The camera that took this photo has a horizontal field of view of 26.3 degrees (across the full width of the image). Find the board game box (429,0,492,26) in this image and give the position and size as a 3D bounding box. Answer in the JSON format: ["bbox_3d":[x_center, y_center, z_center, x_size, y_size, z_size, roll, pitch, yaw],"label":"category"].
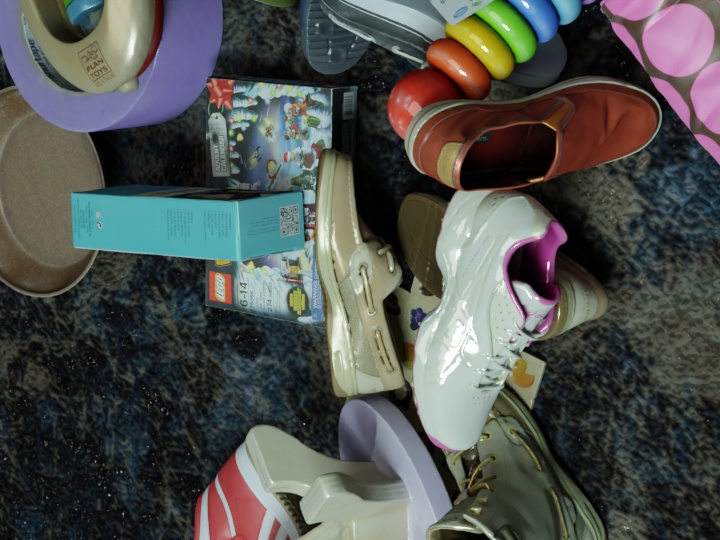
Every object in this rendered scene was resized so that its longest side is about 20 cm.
[{"bbox_3d":[0.086,-0.284,1.082,0.134,0.034,0.201,-30,53,18],"label":"board game box"}]

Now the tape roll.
[{"bbox_3d":[-0.222,-0.224,1.357,0.199,0.085,0.202,8,103,35],"label":"tape roll"}]

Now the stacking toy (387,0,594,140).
[{"bbox_3d":[0.092,-0.171,1.085,0.085,0.085,0.200,42,86,22],"label":"stacking toy"}]

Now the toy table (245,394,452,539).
[{"bbox_3d":[-0.007,0.200,1.220,0.201,0.116,0.185,59,145,34],"label":"toy table"}]

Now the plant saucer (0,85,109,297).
[{"bbox_3d":[-0.304,-0.076,1.472,0.199,0.037,0.202,7,101,35],"label":"plant saucer"}]

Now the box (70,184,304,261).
[{"bbox_3d":[-0.147,-0.042,1.289,0.199,0.082,0.050,4,100,38],"label":"box"}]

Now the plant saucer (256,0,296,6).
[{"bbox_3d":[-0.127,-0.277,1.211,0.200,0.200,0.031,44,111,21],"label":"plant saucer"}]

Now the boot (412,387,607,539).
[{"bbox_3d":[0.086,0.163,1.155,0.200,0.154,0.072,51,121,12],"label":"boot"}]

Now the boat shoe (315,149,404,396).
[{"bbox_3d":[0.000,0.000,1.220,0.064,0.071,0.202,-5,110,2],"label":"boat shoe"}]

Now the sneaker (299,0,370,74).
[{"bbox_3d":[-0.020,-0.261,1.230,0.082,0.070,0.202,43,129,55],"label":"sneaker"}]

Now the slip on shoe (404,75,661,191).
[{"bbox_3d":[0.128,-0.089,1.068,0.061,0.199,0.075,49,139,46],"label":"slip on shoe"}]

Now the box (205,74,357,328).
[{"bbox_3d":[-0.069,-0.060,1.304,0.136,0.040,0.202,9,104,35],"label":"box"}]

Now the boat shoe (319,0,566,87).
[{"bbox_3d":[0.058,-0.180,1.166,0.198,0.074,0.068,21,148,5],"label":"boat shoe"}]

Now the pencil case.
[{"bbox_3d":[0.250,-0.138,1.034,0.200,0.090,0.094,52,158,14],"label":"pencil case"}]

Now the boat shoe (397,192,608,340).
[{"bbox_3d":[0.103,-0.004,1.178,0.200,0.064,0.072,37,125,44],"label":"boat shoe"}]

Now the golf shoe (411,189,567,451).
[{"bbox_3d":[0.091,0.039,1.087,0.091,0.075,0.202,22,110,43],"label":"golf shoe"}]

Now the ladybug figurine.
[{"bbox_3d":[-0.216,-0.237,1.254,0.135,0.072,0.201,-23,85,37],"label":"ladybug figurine"}]

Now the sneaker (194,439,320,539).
[{"bbox_3d":[-0.072,0.254,1.344,0.112,0.071,0.201,-44,65,28],"label":"sneaker"}]

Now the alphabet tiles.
[{"bbox_3d":[0.064,0.098,1.259,0.166,0.006,0.201,27,113,30],"label":"alphabet tiles"}]
